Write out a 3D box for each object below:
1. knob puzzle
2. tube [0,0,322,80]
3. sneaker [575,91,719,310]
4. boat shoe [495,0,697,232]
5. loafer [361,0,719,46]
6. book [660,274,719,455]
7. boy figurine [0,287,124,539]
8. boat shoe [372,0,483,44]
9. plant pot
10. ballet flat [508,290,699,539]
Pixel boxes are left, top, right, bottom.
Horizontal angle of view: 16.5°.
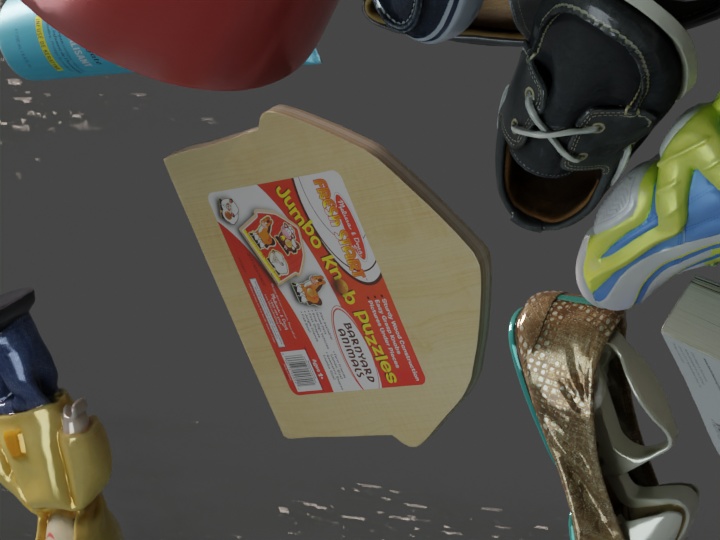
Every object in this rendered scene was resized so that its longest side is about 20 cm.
[{"bbox_3d":[0.000,0.000,1.316,0.219,0.030,0.221,25,131,32],"label":"knob puzzle"},{"bbox_3d":[-0.108,-0.136,1.322,0.199,0.050,0.078,-4,121,40],"label":"tube"},{"bbox_3d":[0.173,-0.025,1.097,0.105,0.076,0.200,44,138,11],"label":"sneaker"},{"bbox_3d":[0.096,-0.070,1.068,0.072,0.068,0.200,32,164,6],"label":"boat shoe"},{"bbox_3d":[0.089,-0.127,1.110,0.199,0.072,0.073,-2,114,44],"label":"loafer"},{"bbox_3d":[0.237,0.083,1.099,0.199,0.048,0.134,23,160,31],"label":"book"},{"bbox_3d":[-0.207,0.112,1.570,0.124,0.064,0.201,-5,110,43],"label":"boy figurine"},{"bbox_3d":[0.000,-0.163,1.019,0.071,0.091,0.201,41,150,34],"label":"boat shoe"},{"bbox_3d":[-0.064,-0.211,1.123,0.200,0.200,0.177,47,129,9],"label":"plant pot"},{"bbox_3d":[0.131,0.102,1.236,0.065,0.071,0.201,-8,115,31],"label":"ballet flat"}]
